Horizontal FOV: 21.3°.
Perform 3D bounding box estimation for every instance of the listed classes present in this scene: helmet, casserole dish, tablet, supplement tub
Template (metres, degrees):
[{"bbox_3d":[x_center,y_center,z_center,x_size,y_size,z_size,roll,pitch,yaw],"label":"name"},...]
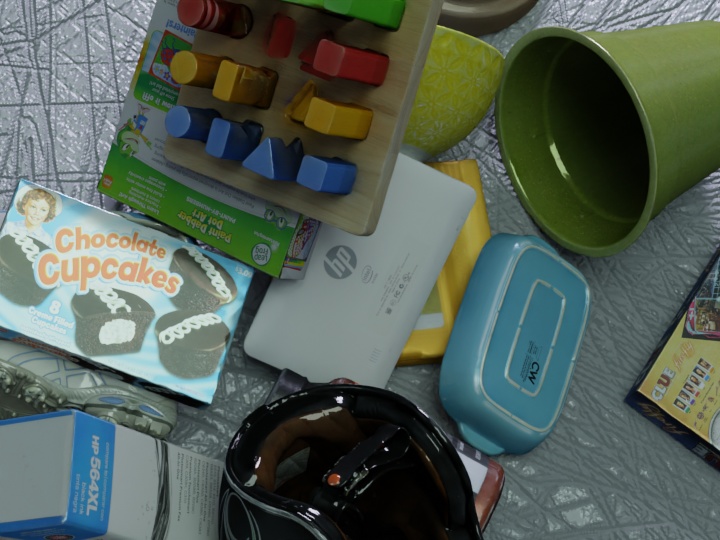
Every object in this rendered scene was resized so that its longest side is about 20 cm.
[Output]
[{"bbox_3d":[-0.006,0.200,1.386,0.198,0.192,0.201,-10,31,6],"label":"helmet"},{"bbox_3d":[0.137,0.059,1.608,0.121,0.039,0.202,32,64,-25],"label":"casserole dish"},{"bbox_3d":[0.000,0.000,1.556,0.129,0.014,0.202,24,96,-20],"label":"tablet"},{"bbox_3d":[0.009,0.156,1.527,0.199,0.107,0.108,29,66,-2],"label":"supplement tub"}]

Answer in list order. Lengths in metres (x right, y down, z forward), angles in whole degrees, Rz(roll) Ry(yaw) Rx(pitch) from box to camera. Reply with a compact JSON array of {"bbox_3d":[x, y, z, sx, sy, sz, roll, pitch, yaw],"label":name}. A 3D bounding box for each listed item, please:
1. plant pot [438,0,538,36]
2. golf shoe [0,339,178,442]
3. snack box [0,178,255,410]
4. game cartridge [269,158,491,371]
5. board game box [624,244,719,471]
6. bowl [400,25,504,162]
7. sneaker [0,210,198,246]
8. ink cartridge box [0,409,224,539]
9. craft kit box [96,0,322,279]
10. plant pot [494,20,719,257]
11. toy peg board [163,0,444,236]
[{"bbox_3d":[0.102,-0.332,1.690,0.198,0.175,0.203,5,70,-13],"label":"plant pot"},{"bbox_3d":[-0.239,0.082,1.524,0.198,0.078,0.098,21,50,-11],"label":"golf shoe"},{"bbox_3d":[-0.193,0.019,1.492,0.198,0.037,0.117,21,73,-10],"label":"snack box"},{"bbox_3d":[0.020,-0.005,1.629,0.198,0.032,0.178,-6,72,-14],"label":"game cartridge"},{"bbox_3d":[0.337,0.072,1.676,0.135,0.035,0.201,36,67,1],"label":"board game box"},{"bbox_3d":[0.017,-0.135,1.596,0.198,0.200,0.109,10,82,-10],"label":"bowl"},{"bbox_3d":[-0.228,-0.020,1.553,0.198,0.073,0.073,3,71,-11],"label":"sneaker"},{"bbox_3d":[-0.202,0.171,1.399,0.199,0.145,0.085,29,56,-52],"label":"ink cartridge box"},{"bbox_3d":[-0.100,-0.120,1.535,0.199,0.048,0.199,25,99,28],"label":"craft kit box"},{"bbox_3d":[0.250,-0.135,1.664,0.189,0.200,0.201,-21,76,-33],"label":"plant pot"},{"bbox_3d":[-0.065,-0.153,1.437,0.199,0.098,0.201,22,99,29],"label":"toy peg board"}]
